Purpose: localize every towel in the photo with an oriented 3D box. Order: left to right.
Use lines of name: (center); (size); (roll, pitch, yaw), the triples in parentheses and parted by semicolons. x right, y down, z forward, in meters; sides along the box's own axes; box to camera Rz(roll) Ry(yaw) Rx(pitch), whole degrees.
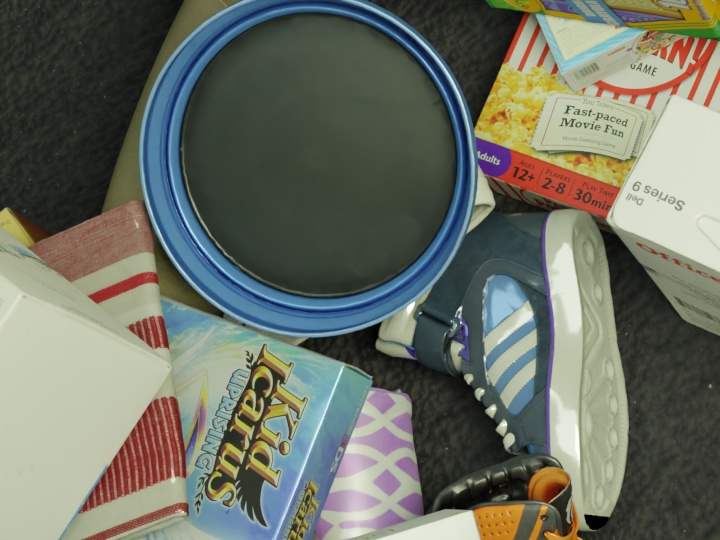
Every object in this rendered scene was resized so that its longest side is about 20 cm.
towel: (-0.169, 0.072, 1.370); (0.143, 0.023, 0.201); (-23, 62, 23)

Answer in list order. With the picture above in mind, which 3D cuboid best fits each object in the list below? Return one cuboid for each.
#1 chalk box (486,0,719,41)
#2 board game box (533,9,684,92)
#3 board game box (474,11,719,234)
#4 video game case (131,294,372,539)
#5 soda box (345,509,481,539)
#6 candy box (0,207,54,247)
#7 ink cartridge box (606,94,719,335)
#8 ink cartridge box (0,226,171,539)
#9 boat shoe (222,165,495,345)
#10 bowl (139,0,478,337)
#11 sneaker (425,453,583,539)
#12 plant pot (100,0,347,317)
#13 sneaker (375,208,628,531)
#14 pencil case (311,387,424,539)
chalk box: (0.124, -0.225, 1.376); (0.199, 0.124, 0.126); (11, 77, 23)
board game box: (0.191, -0.214, 1.436); (0.199, 0.034, 0.135); (-26, 67, 11)
board game box: (0.170, -0.126, 1.463); (0.151, 0.046, 0.201); (20, 82, 25)
video game case: (-0.111, 0.123, 1.367); (0.180, 0.045, 0.201); (18, 83, 27)
soda box: (-0.029, 0.187, 1.274); (0.199, 0.068, 0.064); (-16, 88, -12)
candy box: (-0.169, 0.061, 1.500); (0.056, 0.117, 0.200); (-42, 66, 5)
ink cartridge box: (0.238, -0.007, 1.318); (0.145, 0.200, 0.084); (25, 84, 24)
ink cartridge box: (-0.244, 0.047, 1.322); (0.200, 0.144, 0.148); (34, 92, 36)
boat shoe: (0.000, 0.000, 1.417); (0.200, 0.072, 0.066); (-39, 61, 15)
bowl: (-0.028, -0.063, 1.355); (0.199, 0.039, 0.202); (3, 103, 12)
sneaker: (0.127, 0.173, 1.337); (0.199, 0.078, 0.113); (12, 116, 2)
plant pot: (-0.080, -0.058, 1.480); (0.187, 0.187, 0.200); (44, 105, 25)
sneaker: (0.080, 0.064, 1.434); (0.146, 0.080, 0.201); (-9, 77, 29)
pencil case: (-0.004, 0.167, 1.426); (0.085, 0.084, 0.201); (-20, 66, 39)
